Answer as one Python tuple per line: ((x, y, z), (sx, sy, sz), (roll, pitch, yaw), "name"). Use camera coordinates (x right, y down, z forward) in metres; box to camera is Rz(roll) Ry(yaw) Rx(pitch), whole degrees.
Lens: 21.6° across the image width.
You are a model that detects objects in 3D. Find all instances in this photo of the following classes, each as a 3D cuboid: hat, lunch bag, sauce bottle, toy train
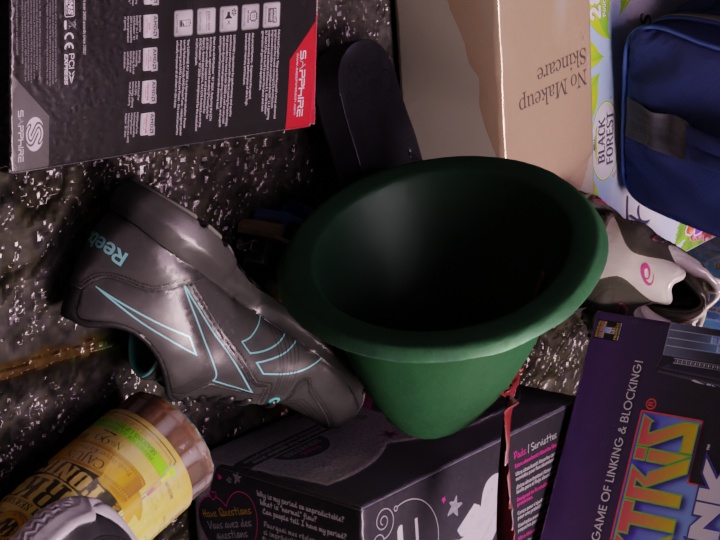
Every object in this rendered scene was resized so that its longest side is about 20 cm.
((0.046, 0.066, 0.982), (0.200, 0.164, 0.177), (-54, 145, -46), "hat")
((0.253, -0.083, 1.105), (0.132, 0.199, 0.137), (-33, 130, -34), "lunch bag")
((-0.155, 0.137, 0.901), (0.200, 0.064, 0.065), (-42, 131, -36), "sauce bottle")
((0.000, 0.000, 1.066), (0.199, 0.034, 0.046), (21, 82, -51), "toy train")

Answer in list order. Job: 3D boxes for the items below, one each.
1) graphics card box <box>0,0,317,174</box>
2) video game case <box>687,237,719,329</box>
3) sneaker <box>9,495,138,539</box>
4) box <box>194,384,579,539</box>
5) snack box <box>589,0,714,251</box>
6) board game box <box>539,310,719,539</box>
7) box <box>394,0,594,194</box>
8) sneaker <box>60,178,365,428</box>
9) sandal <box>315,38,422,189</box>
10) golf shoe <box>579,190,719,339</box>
((-0.102, -0.121, 0.893), (0.199, 0.051, 0.127), (-16, 114, -48), "graphics card box")
((0.289, -0.003, 1.277), (0.181, 0.199, 0.046), (-42, 129, -34), "video game case")
((-0.091, 0.181, 0.859), (0.076, 0.113, 0.201), (-47, 149, -20), "sneaker")
((0.020, 0.136, 1.056), (0.199, 0.131, 0.116), (-18, 112, -46), "box")
((0.164, -0.100, 1.202), (0.168, 0.067, 0.202), (-22, 117, -43), "snack box")
((0.185, 0.133, 1.021), (0.057, 0.164, 0.202), (30, 72, -54), "board game box")
((0.077, -0.120, 1.085), (0.095, 0.077, 0.202), (-28, 122, -42), "box")
((-0.076, 0.034, 0.970), (0.200, 0.075, 0.080), (43, 79, -38), "sneaker")
((0.027, -0.030, 1.045), (0.076, 0.043, 0.201), (-46, 122, -46), "sandal")
((0.176, 0.018, 1.135), (0.200, 0.088, 0.078), (23, 93, -59), "golf shoe")
